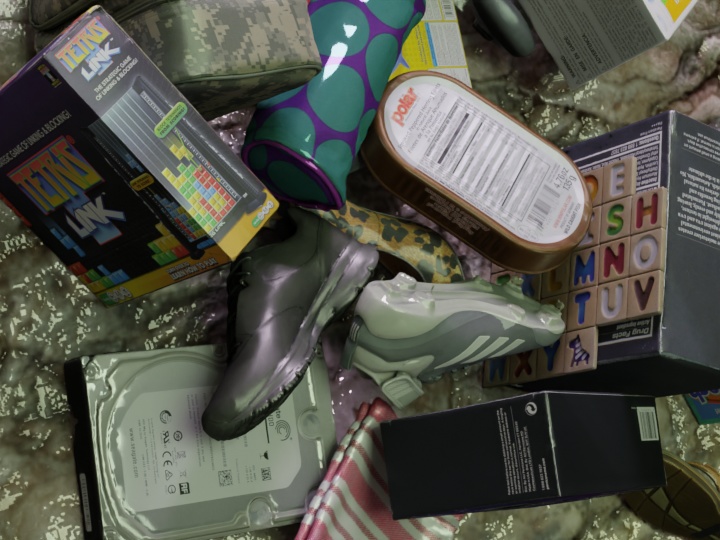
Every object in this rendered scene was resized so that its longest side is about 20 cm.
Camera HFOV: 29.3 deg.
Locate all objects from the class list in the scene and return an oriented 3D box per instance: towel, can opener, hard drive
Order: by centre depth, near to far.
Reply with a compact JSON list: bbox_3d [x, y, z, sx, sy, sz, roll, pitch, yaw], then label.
[{"bbox_3d":[-0.108,0.123,0.991,0.199,0.038,0.141,-2,81,-36],"label":"hard drive"},{"bbox_3d":[0.008,0.216,1.026,0.146,0.030,0.201,51,53,-35],"label":"towel"},{"bbox_3d":[0.084,-0.268,1.193,0.200,0.066,0.053,41,87,-16],"label":"can opener"}]

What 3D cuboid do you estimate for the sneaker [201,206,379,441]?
[{"bbox_3d":[-0.067,0.036,0.983,0.091,0.076,0.200,37,51,-5],"label":"sneaker"}]

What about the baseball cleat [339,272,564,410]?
[{"bbox_3d":[0.066,0.055,1.054,0.199,0.070,0.107,9,115,-36],"label":"baseball cleat"}]

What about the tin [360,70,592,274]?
[{"bbox_3d":[0.092,-0.080,1.079,0.199,0.042,0.112,33,52,-3],"label":"tin"}]

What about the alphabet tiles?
[{"bbox_3d":[0.170,0.002,1.108,0.008,0.200,0.168,17,70,-31],"label":"alphabet tiles"}]

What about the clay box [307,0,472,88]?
[{"bbox_3d":[-0.004,-0.175,1.123,0.199,0.048,0.116,-8,84,-34],"label":"clay box"}]

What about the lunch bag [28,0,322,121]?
[{"bbox_3d":[-0.139,-0.189,0.944,0.139,0.199,0.169,-11,89,-38],"label":"lunch bag"}]

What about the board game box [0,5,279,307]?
[{"bbox_3d":[-0.167,-0.064,0.892,0.165,0.200,0.057,46,60,-16],"label":"board game box"}]

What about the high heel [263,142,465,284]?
[{"bbox_3d":[0.000,0.000,1.082,0.142,0.071,0.201,-29,97,-26],"label":"high heel"}]

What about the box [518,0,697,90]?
[{"bbox_3d":[0.234,-0.263,1.241,0.113,0.101,0.200,56,37,-11],"label":"box"}]

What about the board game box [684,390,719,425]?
[{"bbox_3d":[0.328,0.039,1.240,0.045,0.152,0.201,-37,100,-35],"label":"board game box"}]

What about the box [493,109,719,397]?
[{"bbox_3d":[0.223,0.000,1.148,0.123,0.200,0.200,18,71,-31],"label":"box"}]

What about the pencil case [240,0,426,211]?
[{"bbox_3d":[-0.019,-0.141,1.024,0.093,0.085,0.201,64,42,-53],"label":"pencil case"}]

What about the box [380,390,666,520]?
[{"bbox_3d":[0.128,0.140,1.047,0.200,0.140,0.079,9,72,-55],"label":"box"}]

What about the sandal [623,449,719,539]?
[{"bbox_3d":[0.308,0.206,1.240,0.199,0.080,0.054,32,48,-27],"label":"sandal"}]
